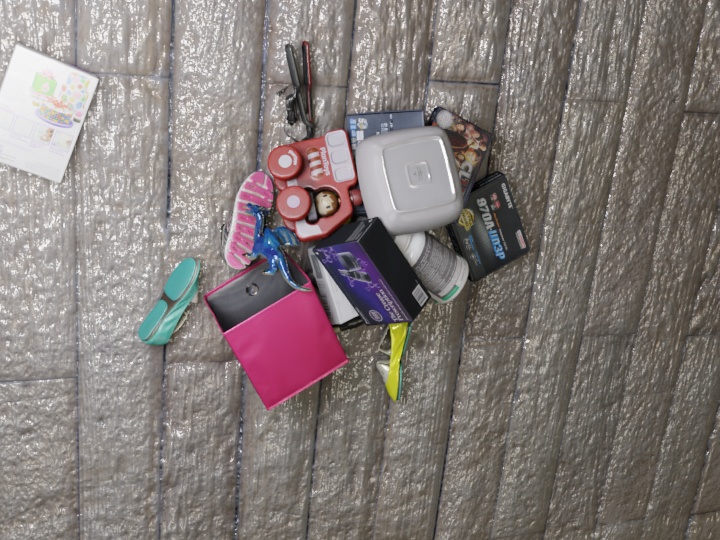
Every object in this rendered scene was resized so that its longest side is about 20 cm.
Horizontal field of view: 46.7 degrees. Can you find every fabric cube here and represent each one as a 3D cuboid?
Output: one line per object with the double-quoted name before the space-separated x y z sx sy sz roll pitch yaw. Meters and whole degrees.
"fabric cube" -0.170 0.114 1.675 0.195 0.200 0.201 -31 119 -9

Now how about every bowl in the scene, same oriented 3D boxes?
"bowl" 0.100 -0.175 1.583 0.197 0.075 0.203 -12 88 -14

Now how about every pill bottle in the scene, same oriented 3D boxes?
"pill bottle" 0.116 -0.023 1.693 0.199 0.113 0.114 32 96 -32

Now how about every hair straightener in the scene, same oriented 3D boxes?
"hair straightener" -0.131 -0.340 1.621 0.076 0.041 0.202 -11 117 -17

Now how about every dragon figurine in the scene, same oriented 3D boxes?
"dragon figurine" -0.158 -0.047 1.557 0.059 0.200 0.100 -5 129 -53

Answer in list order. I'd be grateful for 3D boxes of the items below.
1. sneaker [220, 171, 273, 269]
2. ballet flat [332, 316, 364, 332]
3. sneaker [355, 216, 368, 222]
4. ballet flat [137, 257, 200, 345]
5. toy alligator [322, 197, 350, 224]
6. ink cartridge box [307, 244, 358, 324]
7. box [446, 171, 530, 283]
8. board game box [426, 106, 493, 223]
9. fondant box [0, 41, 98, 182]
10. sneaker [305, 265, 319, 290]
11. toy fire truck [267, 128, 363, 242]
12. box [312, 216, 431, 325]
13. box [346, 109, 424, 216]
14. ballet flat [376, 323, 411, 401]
"sneaker" -0.233 -0.099 1.646 0.073 0.087 0.202 20 78 -28
"ballet flat" 0.017 0.099 1.817 0.198 0.067 0.057 -19 126 -12
"sneaker" 0.048 -0.029 1.775 0.199 0.075 0.100 38 82 -19
"ballet flat" -0.366 0.064 1.664 0.201 0.067 0.070 -56 142 5
"toy alligator" -0.036 -0.159 1.705 0.054 0.059 0.202 15 101 -25
"ink cartridge box" 0.000 0.000 1.707 0.199 0.057 0.164 -25 104 -37
"box" 0.277 -0.096 1.857 0.158 0.046 0.202 -28 116 -9
"board game box" 0.176 -0.215 1.715 0.134 0.035 0.202 23 88 -17
"fondant box" -0.563 -0.274 1.460 0.143 0.058 0.202 20 102 -26
"sneaker" -0.035 0.028 1.767 0.199 0.090 0.067 21 66 -33
"toy fire truck" -0.082 -0.164 1.606 0.166 0.112 0.202 -14 77 0
"box" 0.021 0.006 1.604 0.079 0.140 0.201 -49 115 -31
"box" 0.053 -0.212 1.656 0.156 0.051 0.203 -2 86 1
"ballet flat" 0.070 0.195 1.881 0.066 0.067 0.203 8 104 -1
